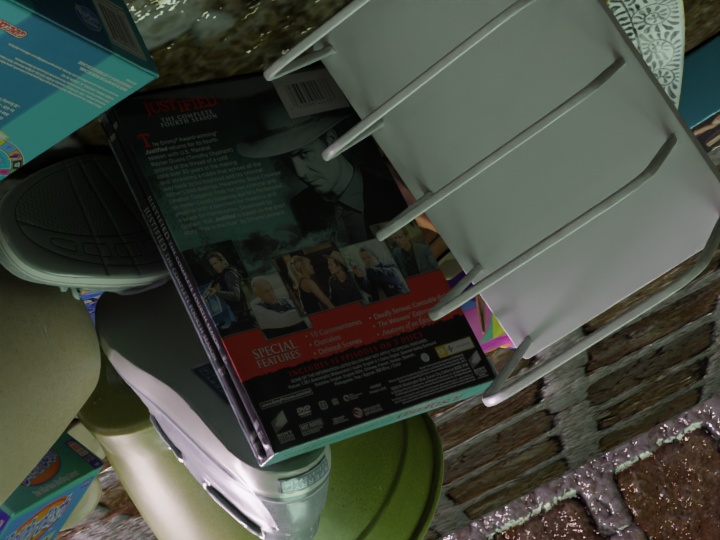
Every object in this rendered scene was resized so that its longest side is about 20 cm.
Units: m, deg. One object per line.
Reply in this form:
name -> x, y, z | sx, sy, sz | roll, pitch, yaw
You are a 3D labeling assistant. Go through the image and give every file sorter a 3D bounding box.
file sorter -> 0.067, -0.060, 0.822 | 0.138, 0.201, 0.124 | -34, -179, 23

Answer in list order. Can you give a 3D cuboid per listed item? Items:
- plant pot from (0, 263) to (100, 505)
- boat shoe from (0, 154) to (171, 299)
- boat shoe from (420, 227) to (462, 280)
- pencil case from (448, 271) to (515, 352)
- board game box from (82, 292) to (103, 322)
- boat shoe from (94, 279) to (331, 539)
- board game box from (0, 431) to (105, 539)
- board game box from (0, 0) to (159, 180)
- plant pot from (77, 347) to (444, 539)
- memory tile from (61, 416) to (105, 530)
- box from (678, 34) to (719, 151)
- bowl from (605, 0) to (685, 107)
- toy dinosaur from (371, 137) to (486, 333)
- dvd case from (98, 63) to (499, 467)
plant pot -> -0.238, 0.067, 0.872 | 0.200, 0.188, 0.187 | -31, 171, -42
boat shoe -> -0.125, -0.020, 0.924 | 0.065, 0.075, 0.201 | -37, 170, 33
boat shoe -> 0.000, 0.000, 1.023 | 0.200, 0.068, 0.072 | -43, -161, -24
pencil case -> 0.058, 0.045, 1.390 | 0.199, 0.089, 0.088 | -16, 161, -32
board game box -> -0.241, 0.041, 1.017 | 0.199, 0.020, 0.103 | -15, 162, -35
boat shoe -> -0.083, 0.075, 0.900 | 0.070, 0.201, 0.072 | -18, 128, -28
board game box -> -0.252, 0.199, 1.058 | 0.201, 0.045, 0.152 | -55, 173, 10
board game box -> -0.204, -0.064, 0.706 | 0.199, 0.047, 0.151 | -31, 164, 13
plant pot -> -0.078, 0.103, 1.101 | 0.199, 0.201, 0.193 | -30, 128, 12
memory tile -> -0.246, 0.127, 1.104 | 0.199, 0.017, 0.154 | -12, 131, -38
box -> 0.210, -0.098, 1.249 | 0.199, 0.049, 0.082 | -32, 163, 18
bowl -> 0.109, -0.088, 0.983 | 0.201, 0.094, 0.202 | -40, 138, -50
toy dinosaur -> 0.016, -0.046, 0.962 | 0.060, 0.107, 0.199 | -17, -155, -40
dvd case -> -0.031, -0.011, 0.868 | 0.145, 0.201, 0.022 | -15, 161, -36
